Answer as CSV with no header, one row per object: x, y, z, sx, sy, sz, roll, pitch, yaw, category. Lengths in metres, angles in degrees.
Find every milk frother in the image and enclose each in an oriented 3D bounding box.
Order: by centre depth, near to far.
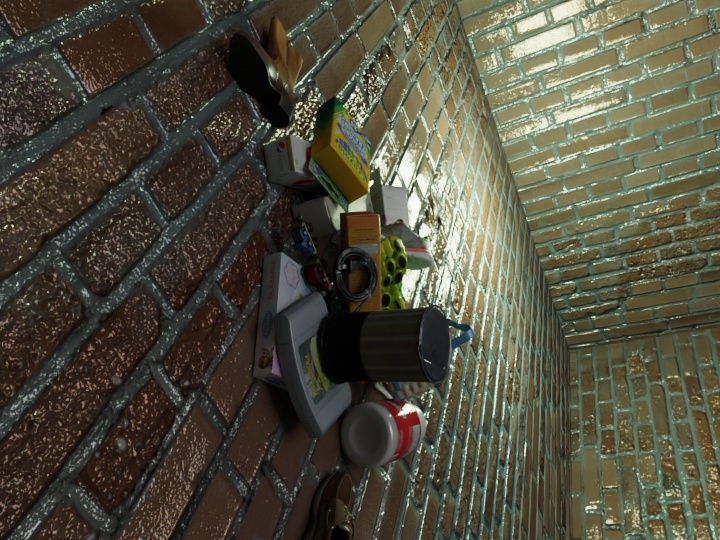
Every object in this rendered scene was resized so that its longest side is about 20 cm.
0.042,0.067,0.972,0.180,0.183,0.206,-36,115,-55,milk frother

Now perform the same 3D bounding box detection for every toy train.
-0.074,0.005,1.043,0.046,0.033,0.205,-42,117,-48,toy train

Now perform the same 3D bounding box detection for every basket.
0.119,0.159,1.201,0.142,0.196,0.176,64,-10,-4,basket

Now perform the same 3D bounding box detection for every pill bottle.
0.053,0.306,1.166,0.198,0.109,0.116,14,66,-61,pill bottle

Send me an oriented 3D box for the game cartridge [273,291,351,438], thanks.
-0.076,0.151,0.971,0.132,0.040,0.206,-32,108,-58,game cartridge

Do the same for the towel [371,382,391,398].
0.070,0.184,1.346,0.146,0.029,0.206,44,42,-47,towel

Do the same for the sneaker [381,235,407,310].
0.050,0.011,1.192,0.085,0.072,0.204,-108,-169,-47,sneaker

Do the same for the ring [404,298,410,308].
0.088,0.143,1.354,0.199,0.019,0.207,32,51,-51,ring

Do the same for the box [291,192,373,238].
-0.048,-0.114,1.184,0.199,0.080,0.071,-31,107,-61,box

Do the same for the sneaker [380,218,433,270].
0.062,-0.065,1.224,0.196,0.076,0.084,21,58,-32,sneaker

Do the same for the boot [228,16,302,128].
-0.160,-0.394,1.096,0.189,0.067,0.205,48,38,-44,boot

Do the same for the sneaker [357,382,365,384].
0.010,0.120,1.183,0.077,0.071,0.207,46,42,-59,sneaker

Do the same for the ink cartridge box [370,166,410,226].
0.054,-0.109,1.333,0.066,0.115,0.207,1,75,-25,ink cartridge box

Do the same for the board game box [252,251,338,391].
-0.099,0.104,1.028,0.199,0.040,0.206,38,46,-52,board game box

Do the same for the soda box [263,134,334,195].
-0.097,-0.192,1.138,0.198,0.062,0.071,2,76,-63,soda box

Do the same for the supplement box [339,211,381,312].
0.000,0.000,1.093,0.066,0.066,0.207,-145,-130,-73,supplement box

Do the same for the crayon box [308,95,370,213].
-0.034,-0.219,1.142,0.126,0.051,0.204,47,31,-35,crayon box

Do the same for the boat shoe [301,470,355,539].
-0.041,0.415,0.970,0.077,0.072,0.202,62,30,-27,boat shoe
